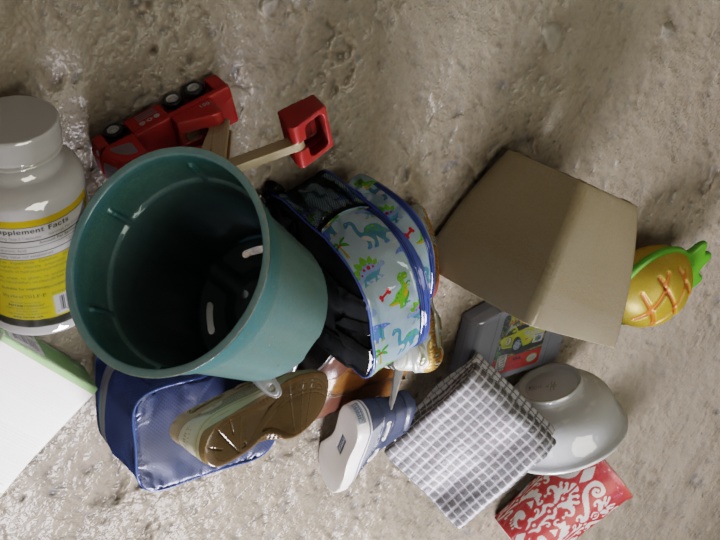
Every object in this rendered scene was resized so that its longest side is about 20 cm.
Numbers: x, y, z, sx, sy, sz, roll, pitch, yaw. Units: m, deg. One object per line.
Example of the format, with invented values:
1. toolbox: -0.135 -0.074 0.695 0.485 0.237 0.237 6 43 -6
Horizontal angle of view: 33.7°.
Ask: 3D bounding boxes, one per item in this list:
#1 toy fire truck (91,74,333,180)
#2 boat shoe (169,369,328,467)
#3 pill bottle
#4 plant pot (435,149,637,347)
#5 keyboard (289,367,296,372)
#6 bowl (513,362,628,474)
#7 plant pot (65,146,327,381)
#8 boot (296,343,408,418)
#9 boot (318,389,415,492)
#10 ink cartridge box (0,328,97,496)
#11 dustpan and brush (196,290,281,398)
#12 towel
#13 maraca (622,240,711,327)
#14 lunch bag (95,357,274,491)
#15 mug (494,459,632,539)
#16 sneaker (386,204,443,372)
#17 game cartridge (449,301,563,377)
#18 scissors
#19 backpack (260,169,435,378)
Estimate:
1. toy fire truck: -0.142 -0.121 1.130 0.199 0.141 0.049 -31 137 -18
2. boat shoe: -0.111 0.143 1.236 0.199 0.064 0.073 -21 122 -48
3. pill bottle: -0.300 -0.050 1.076 0.110 0.111 0.202 -21 133 -27
4. plant pot: 0.231 -0.036 1.493 0.199 0.199 0.179 14 102 -46
5. keyboard: -0.113 0.137 1.410 0.011 0.056 0.201 -41 159 -55
6. bowl: 0.284 0.198 1.732 0.200 0.201 0.091 -28 118 -21
7. plant pot: -0.131 0.014 1.095 0.201 0.200 0.196 -49 154 4
8. boot: 0.007 0.112 1.502 0.198 0.068 0.190 -2 123 -40
9. boot: 0.009 0.225 1.552 0.089 0.073 0.201 -13 154 -24
10. ink cartridge box: -0.386 0.156 1.215 0.200 0.048 0.145 -47 139 1
11. dustpan and brush: -0.147 0.056 1.223 0.140 0.200 0.057 -45 172 0
12. towel: 0.146 0.239 1.635 0.165 0.086 0.200 42 107 -9
13. maraca: 0.447 0.018 1.773 0.198 0.107 0.138 -16 138 -31
14. lunch bag: -0.187 0.135 1.306 0.198 0.132 0.137 -12 121 -32
15. mug: 0.338 0.396 1.969 0.200 0.134 0.178 -40 138 -2
16. sneaker: 0.048 0.021 1.426 0.076 0.087 0.203 24 63 -70
17. game cartridge: 0.220 0.088 1.691 0.198 0.041 0.135 -13 126 -33
18. scissors: 0.064 0.070 1.469 0.072 0.014 0.203 -3 91 -3
19. backpack: 0.000 0.000 1.304 0.146 0.200 0.185 -26 135 -22
